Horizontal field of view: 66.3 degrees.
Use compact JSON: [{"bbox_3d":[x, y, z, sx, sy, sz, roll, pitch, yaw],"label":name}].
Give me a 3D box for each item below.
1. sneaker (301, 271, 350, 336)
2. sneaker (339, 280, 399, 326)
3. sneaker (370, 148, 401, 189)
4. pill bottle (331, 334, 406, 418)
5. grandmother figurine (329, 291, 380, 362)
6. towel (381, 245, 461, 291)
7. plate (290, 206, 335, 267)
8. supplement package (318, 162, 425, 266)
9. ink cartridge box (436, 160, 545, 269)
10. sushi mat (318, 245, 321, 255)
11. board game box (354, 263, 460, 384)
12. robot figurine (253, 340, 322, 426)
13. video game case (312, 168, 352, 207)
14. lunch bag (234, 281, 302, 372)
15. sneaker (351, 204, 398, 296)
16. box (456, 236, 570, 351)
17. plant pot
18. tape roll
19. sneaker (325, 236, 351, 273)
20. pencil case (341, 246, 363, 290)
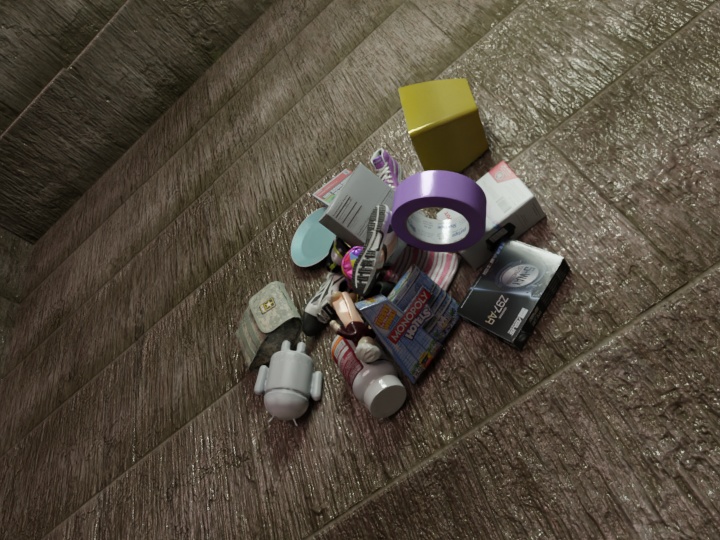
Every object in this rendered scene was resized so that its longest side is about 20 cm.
[{"bbox_3d":[-0.081,0.087,1.439,0.088,0.074,0.203,19,76,48],"label":"sneaker"},{"bbox_3d":[0.010,0.076,1.340,0.199,0.084,0.076,-37,56,28],"label":"sneaker"},{"bbox_3d":[0.068,-0.249,1.515,0.072,0.114,0.204,-26,49,22],"label":"sneaker"},{"bbox_3d":[0.017,0.224,1.230,0.110,0.109,0.201,-45,42,5],"label":"pill bottle"},{"bbox_3d":[-0.012,0.125,1.213,0.201,0.118,0.062,57,139,47],"label":"grandmother figurine"},{"bbox_3d":[0.136,0.013,1.333,0.197,0.030,0.149,13,72,45],"label":"towel"},{"bbox_3d":[-0.126,-0.096,1.624,0.197,0.025,0.204,-23,49,28],"label":"plate"},{"bbox_3d":[0.023,-0.128,1.352,0.149,0.198,0.191,-55,8,-6],"label":"supplement package"},{"bbox_3d":[0.291,-0.125,1.252,0.199,0.083,0.147,-38,45,14],"label":"ink cartridge box"},{"bbox_3d":[-0.040,-0.100,1.580,0.196,0.012,0.098,-15,54,34],"label":"sushi mat"},{"bbox_3d":[0.095,0.098,1.181,0.202,0.199,0.062,-52,14,-2],"label":"board game box"},{"bbox_3d":[-0.176,0.279,1.359,0.165,0.114,0.204,3,58,3],"label":"robot figurine"},{"bbox_3d":[-0.042,-0.231,1.640,0.142,0.018,0.199,-39,41,-13],"label":"video game case"},{"bbox_3d":[-0.241,0.147,1.474,0.203,0.116,0.165,-60,39,19],"label":"lunch bag"},{"bbox_3d":[0.043,-0.036,1.208,0.073,0.079,0.205,17,86,52],"label":"sneaker"},{"bbox_3d":[0.313,0.042,1.145,0.159,0.043,0.202,29,82,48],"label":"box"},{"bbox_3d":[0.220,-0.371,1.418,0.173,0.201,0.204,-20,49,15],"label":"plant pot"},{"bbox_3d":[0.163,-0.118,1.149,0.196,0.200,0.067,-13,53,34],"label":"tape roll"},{"bbox_3d":[-0.065,-0.038,1.452,0.083,0.072,0.200,-47,3,4],"label":"sneaker"},{"bbox_3d":[0.000,0.000,1.335,0.086,0.200,0.091,0,80,-1],"label":"pencil case"}]
